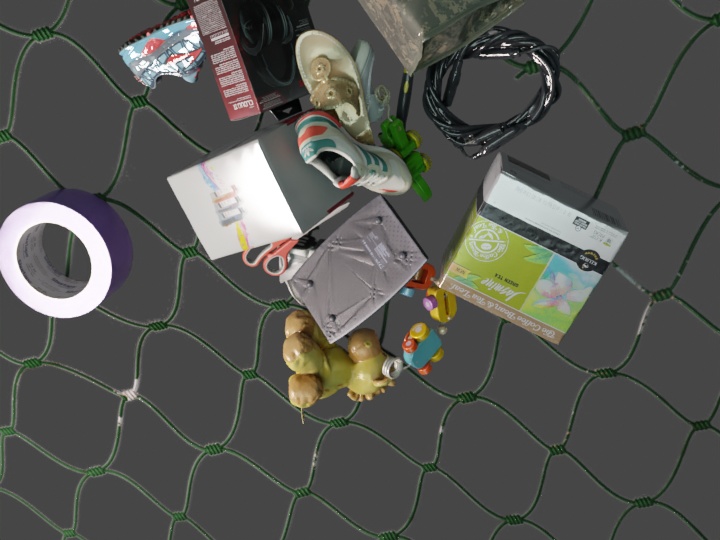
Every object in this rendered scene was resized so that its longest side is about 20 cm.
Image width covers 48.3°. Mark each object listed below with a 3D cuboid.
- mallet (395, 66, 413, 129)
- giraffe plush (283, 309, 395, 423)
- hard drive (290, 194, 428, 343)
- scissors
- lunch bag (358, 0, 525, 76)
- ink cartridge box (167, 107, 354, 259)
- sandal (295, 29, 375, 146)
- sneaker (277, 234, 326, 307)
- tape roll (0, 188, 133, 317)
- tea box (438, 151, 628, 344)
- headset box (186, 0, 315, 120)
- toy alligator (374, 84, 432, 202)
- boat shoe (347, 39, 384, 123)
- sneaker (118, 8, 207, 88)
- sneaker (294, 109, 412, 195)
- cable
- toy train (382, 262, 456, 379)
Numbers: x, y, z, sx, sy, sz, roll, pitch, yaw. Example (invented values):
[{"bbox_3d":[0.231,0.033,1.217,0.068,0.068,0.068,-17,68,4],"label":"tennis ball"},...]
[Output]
[{"bbox_3d":[0.081,-0.294,1.165,0.066,0.041,0.201,3,116,5],"label":"mallet"},{"bbox_3d":[-0.027,0.153,1.285,0.162,0.173,0.200,-6,123,4],"label":"giraffe plush"},{"bbox_3d":[0.000,0.000,1.181,0.200,0.042,0.135,-42,70,21],"label":"hard drive"},{"bbox_3d":[-0.103,-0.058,1.212,0.073,0.014,0.200,35,126,-19],"label":"scissors"},{"bbox_3d":[0.109,-0.383,1.056,0.200,0.118,0.164,-32,82,-13],"label":"lunch bag"},{"bbox_3d":[-0.146,-0.124,1.171,0.200,0.145,0.145,-12,111,39],"label":"ink cartridge box"},{"bbox_3d":[-0.026,-0.228,1.110,0.077,0.070,0.212,-21,116,4],"label":"sandal"},{"bbox_3d":[-0.040,0.016,1.284,0.199,0.075,0.116,15,117,15],"label":"sneaker"},{"bbox_3d":[-0.488,-0.029,1.330,0.199,0.085,0.201,3,110,8],"label":"tape roll"},{"bbox_3d":[0.246,-0.035,1.176,0.200,0.134,0.197,25,113,-1],"label":"tea box"},{"bbox_3d":[-0.135,-0.312,1.124,0.077,0.149,0.200,-2,113,46],"label":"headset box"},{"bbox_3d":[0.052,-0.186,1.185,0.054,0.059,0.200,14,141,48],"label":"toy alligator"},{"bbox_3d":[-0.004,-0.236,1.188,0.071,0.070,0.201,11,112,-15],"label":"boat shoe"},{"bbox_3d":[-0.254,-0.332,1.193,0.200,0.079,0.096,-15,120,22],"label":"sneaker"},{"bbox_3d":[-0.007,-0.136,1.104,0.200,0.094,0.070,28,130,-34],"label":"sneaker"},{"bbox_3d":[0.191,-0.266,1.152,0.200,0.051,0.163,-33,97,22],"label":"cable"},{"bbox_3d":[0.082,0.065,1.251,0.150,0.056,0.201,5,103,-39],"label":"toy train"}]
